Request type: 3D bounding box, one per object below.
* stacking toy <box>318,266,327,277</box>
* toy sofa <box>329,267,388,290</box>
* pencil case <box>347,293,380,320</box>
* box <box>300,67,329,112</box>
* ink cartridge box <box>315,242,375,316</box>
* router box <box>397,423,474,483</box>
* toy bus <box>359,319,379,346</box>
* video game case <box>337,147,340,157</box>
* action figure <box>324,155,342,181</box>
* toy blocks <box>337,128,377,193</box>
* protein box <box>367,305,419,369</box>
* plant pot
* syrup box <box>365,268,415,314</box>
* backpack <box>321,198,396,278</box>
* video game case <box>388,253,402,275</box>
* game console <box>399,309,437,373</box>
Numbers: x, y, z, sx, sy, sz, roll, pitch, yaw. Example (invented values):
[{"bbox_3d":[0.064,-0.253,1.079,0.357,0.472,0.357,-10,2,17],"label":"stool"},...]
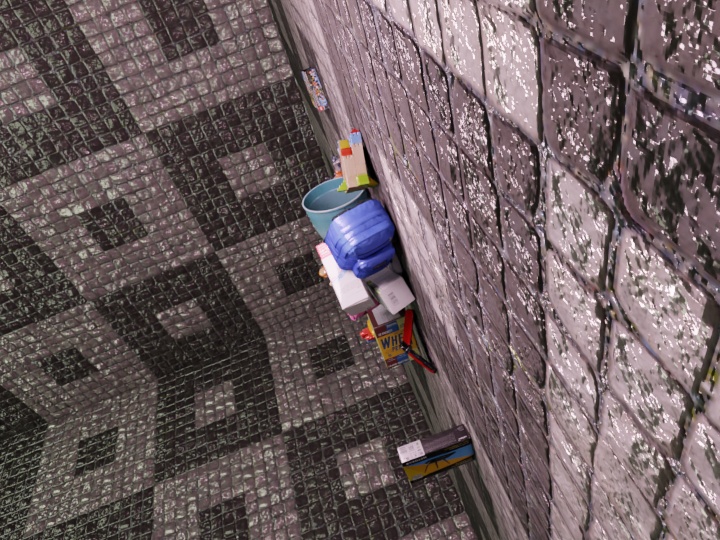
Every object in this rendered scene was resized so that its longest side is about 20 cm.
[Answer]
[{"bbox_3d":[-0.059,-0.024,1.906,0.110,0.199,0.116,72,178,-67],"label":"stacking toy"},{"bbox_3d":[0.000,0.000,1.651,0.098,0.200,0.083,59,148,3],"label":"toy sofa"},{"bbox_3d":[0.039,0.083,1.659,0.091,0.199,0.094,64,157,-3],"label":"pencil case"},{"bbox_3d":[-0.162,-0.638,1.840,0.200,0.038,0.137,-115,5,-66],"label":"box"},{"bbox_3d":[-0.039,0.017,1.485,0.148,0.085,0.201,53,-166,-74],"label":"ink cartridge box"},{"bbox_3d":[0.215,0.517,1.473,0.051,0.199,0.149,-110,-1,-45],"label":"router box"},{"bbox_3d":[0.089,0.248,2.283,0.200,0.191,0.136,74,175,-59],"label":"toy bus"},{"bbox_3d":[-0.024,-0.310,1.805,0.200,0.023,0.183,-116,5,-56],"label":"video game case"},{"bbox_3d":[-0.084,-0.303,1.777,0.194,0.104,0.201,111,136,-72],"label":"action figure"},{"bbox_3d":[-0.020,-0.273,1.314,0.200,0.099,0.137,-140,40,-85],"label":"toy blocks"},{"bbox_3d":[0.117,0.223,1.999,0.200,0.134,0.199,-114,4,-62],"label":"protein box"},{"bbox_3d":[-0.055,-0.158,1.616,0.200,0.199,0.189,-114,4,-56],"label":"plant pot"},{"bbox_3d":[0.079,0.053,1.512,0.079,0.081,0.200,57,173,-15],"label":"syrup box"},{"bbox_3d":[0.012,-0.083,1.334,0.168,0.162,0.200,53,164,12],"label":"backpack"},{"bbox_3d":[0.076,-0.071,1.568,0.182,0.024,0.201,81,168,-81],"label":"video game case"},{"bbox_3d":[0.191,0.223,1.676,0.172,0.119,0.200,37,178,2],"label":"game console"}]
